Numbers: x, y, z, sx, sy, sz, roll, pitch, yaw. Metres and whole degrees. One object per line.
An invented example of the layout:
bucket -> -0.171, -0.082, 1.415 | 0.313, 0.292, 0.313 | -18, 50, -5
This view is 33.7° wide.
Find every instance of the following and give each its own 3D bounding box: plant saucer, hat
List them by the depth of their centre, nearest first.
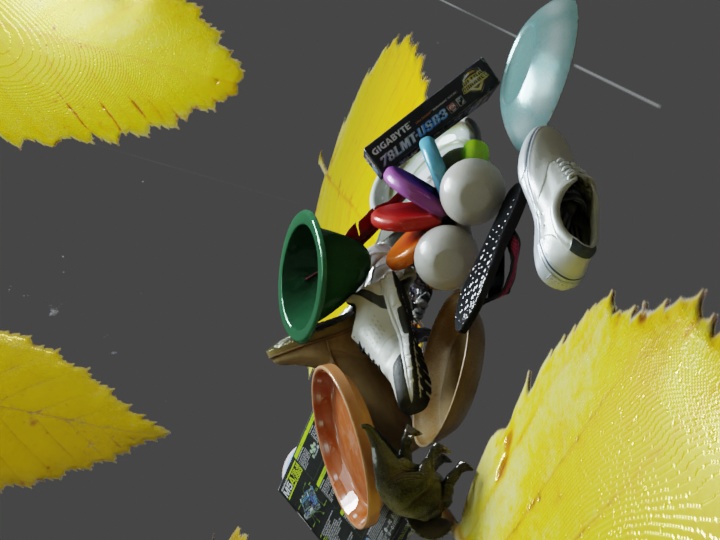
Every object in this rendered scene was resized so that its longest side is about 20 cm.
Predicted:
plant saucer -> -0.013, 0.211, 1.442 | 0.200, 0.032, 0.203 | 167, 90, -73
plant saucer -> 0.114, 0.125, 1.482 | 0.200, 0.035, 0.203 | -164, 90, -80
plant saucer -> 0.212, -0.251, 1.483 | 0.201, 0.038, 0.204 | -165, 90, -80
hat -> 0.000, 0.000, 1.586 | 0.166, 0.174, 0.202 | -120, 39, -49
plant saucer -> 0.104, -0.136, 1.733 | 0.199, 0.050, 0.201 | -32, 32, 23

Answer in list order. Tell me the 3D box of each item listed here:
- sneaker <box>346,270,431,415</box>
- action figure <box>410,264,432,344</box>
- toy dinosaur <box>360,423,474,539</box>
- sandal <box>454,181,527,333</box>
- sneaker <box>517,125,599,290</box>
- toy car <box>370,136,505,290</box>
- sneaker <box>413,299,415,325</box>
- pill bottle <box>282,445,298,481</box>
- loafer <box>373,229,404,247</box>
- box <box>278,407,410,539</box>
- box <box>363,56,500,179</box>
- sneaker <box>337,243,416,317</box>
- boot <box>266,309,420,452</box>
sneaker -> 0.035, 0.099, 1.499 | 0.074, 0.079, 0.202 | 57, -165, -50
action figure -> 0.060, 0.035, 1.723 | 0.119, 0.101, 0.202 | 116, 162, -48
toy dinosaur -> 0.063, 0.242, 1.346 | 0.076, 0.200, 0.103 | 18, 71, 45
sandal -> 0.167, -0.012, 1.406 | 0.202, 0.045, 0.075 | -64, 12, -20
sneaker -> 0.210, -0.077, 1.202 | 0.071, 0.072, 0.202 | -50, 34, 45
toy car -> 0.093, -0.082, 1.529 | 0.175, 0.148, 0.202 | -90, 20, -76
sneaker -> 0.045, 0.020, 1.841 | 0.076, 0.091, 0.202 | 121, 162, -58
pill bottle -> -0.060, 0.328, 1.921 | 0.200, 0.107, 0.110 | 143, 141, -73
loafer -> 0.057, -0.074, 1.795 | 0.069, 0.070, 0.200 | -30, 11, 26
box -> -0.013, 0.292, 1.575 | 0.193, 0.047, 0.201 | 46, 133, 28
box -> 0.094, -0.203, 1.632 | 0.198, 0.050, 0.200 | -38, 1, 2
sneaker -> 0.022, 0.071, 1.621 | 0.099, 0.077, 0.203 | 32, 114, 47
boot -> -0.026, 0.169, 1.612 | 0.174, 0.202, 0.066 | -19, 9, 40
